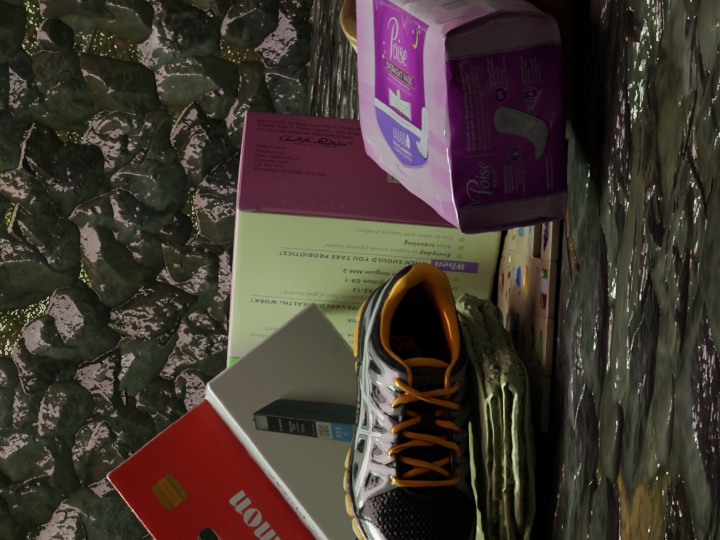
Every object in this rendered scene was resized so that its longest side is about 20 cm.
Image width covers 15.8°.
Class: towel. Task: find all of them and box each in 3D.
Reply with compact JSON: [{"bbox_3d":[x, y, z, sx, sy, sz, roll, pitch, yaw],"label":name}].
[{"bbox_3d":[0.081,0.106,1.577,0.200,0.036,0.150,-113,21,-74],"label":"towel"}]

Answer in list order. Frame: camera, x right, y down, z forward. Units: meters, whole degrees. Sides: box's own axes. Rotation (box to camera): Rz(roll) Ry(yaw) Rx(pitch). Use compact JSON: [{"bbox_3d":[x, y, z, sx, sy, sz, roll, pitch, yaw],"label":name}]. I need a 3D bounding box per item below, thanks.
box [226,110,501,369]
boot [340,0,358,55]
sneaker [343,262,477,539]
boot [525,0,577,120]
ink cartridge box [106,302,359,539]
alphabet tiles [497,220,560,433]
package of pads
[{"bbox_3d":[0.000,0.000,1.777,0.201,0.174,0.097,96,177,-46],"label":"box"},{"bbox_3d":[0.066,-0.172,1.688,0.201,0.072,0.156,-61,-33,-29],"label":"boot"},{"bbox_3d":[0.031,0.088,1.524,0.077,0.078,0.201,116,150,-61],"label":"sneaker"},{"bbox_3d":[0.104,-0.196,1.527,0.188,0.068,0.202,-132,37,-72],"label":"boot"},{"bbox_3d":[-0.038,0.153,1.693,0.200,0.176,0.045,51,168,7],"label":"ink cartridge box"},{"bbox_3d":[0.102,0.007,1.607,0.200,0.007,0.169,-151,63,-85],"label":"alphabet tiles"},{"bbox_3d":[0.054,-0.103,1.469,0.200,0.075,0.122,-135,38,-69],"label":"package of pads"}]
